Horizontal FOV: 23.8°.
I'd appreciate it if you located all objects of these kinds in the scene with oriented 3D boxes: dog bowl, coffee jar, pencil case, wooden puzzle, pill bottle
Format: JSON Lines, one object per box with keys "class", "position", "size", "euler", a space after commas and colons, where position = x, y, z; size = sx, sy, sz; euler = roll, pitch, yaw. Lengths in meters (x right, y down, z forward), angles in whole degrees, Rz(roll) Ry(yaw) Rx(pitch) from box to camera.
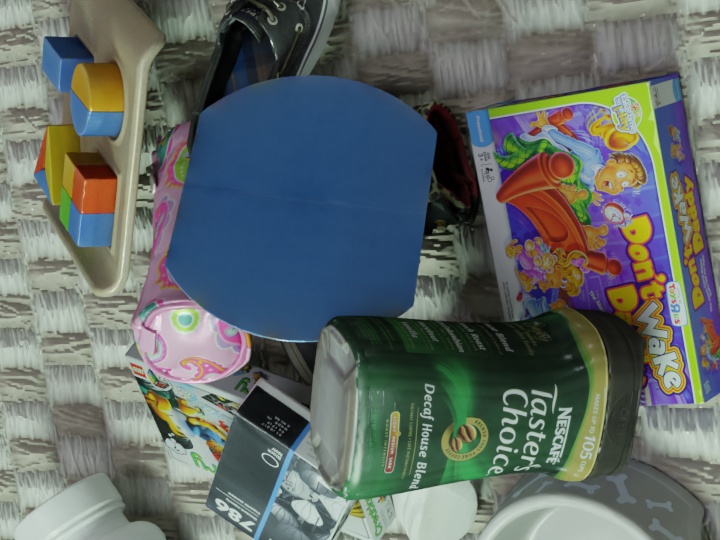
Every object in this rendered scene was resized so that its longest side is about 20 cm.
{"class": "dog bowl", "position": [0.157, 0.226, 1.143], "size": [0.199, 0.058, 0.202], "euler": [10, 107, 33]}
{"class": "coffee jar", "position": [0.074, 0.078, 1.028], "size": [0.085, 0.198, 0.105], "euler": [-134, 45, -61]}
{"class": "pencil case", "position": [-0.113, -0.018, 1.198], "size": [0.087, 0.087, 0.201], "euler": [-44, 32, 35]}
{"class": "wooden puzzle", "position": [-0.206, -0.107, 1.277], "size": [0.185, 0.046, 0.202], "euler": [47, 129, 55]}
{"class": "pill bottle", "position": [-0.189, 0.271, 1.368], "size": [0.120, 0.119, 0.201], "euler": [-43, 76, 35]}

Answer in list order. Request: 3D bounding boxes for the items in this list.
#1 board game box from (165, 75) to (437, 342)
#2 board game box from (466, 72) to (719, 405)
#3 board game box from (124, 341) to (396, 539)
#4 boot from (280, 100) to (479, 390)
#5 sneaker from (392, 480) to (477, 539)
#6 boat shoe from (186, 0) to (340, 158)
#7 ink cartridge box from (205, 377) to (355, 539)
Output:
{"class": "board game box", "position": [-0.036, -0.034, 1.095], "size": [0.156, 0.202, 0.039], "euler": [7, 148, 4]}
{"class": "board game box", "position": [0.151, -0.015, 1.092], "size": [0.133, 0.045, 0.202], "euler": [-7, 98, 37]}
{"class": "board game box", "position": [-0.074, 0.121, 1.264], "size": [0.199, 0.035, 0.127], "euler": [17, 143, 32]}
{"class": "boot", "position": [0.010, -0.013, 1.180], "size": [0.153, 0.073, 0.206], "euler": [-8, 98, 34]}
{"class": "sneaker", "position": [0.045, 0.101, 1.168], "size": [0.089, 0.075, 0.201], "euler": [52, 145, 37]}
{"class": "boat shoe", "position": [-0.071, -0.155, 1.162], "size": [0.069, 0.066, 0.202], "euler": [20, 87, 25]}
{"class": "ink cartridge box", "position": [-0.055, 0.159, 1.222], "size": [0.099, 0.039, 0.201], "euler": [32, 149, 8]}
